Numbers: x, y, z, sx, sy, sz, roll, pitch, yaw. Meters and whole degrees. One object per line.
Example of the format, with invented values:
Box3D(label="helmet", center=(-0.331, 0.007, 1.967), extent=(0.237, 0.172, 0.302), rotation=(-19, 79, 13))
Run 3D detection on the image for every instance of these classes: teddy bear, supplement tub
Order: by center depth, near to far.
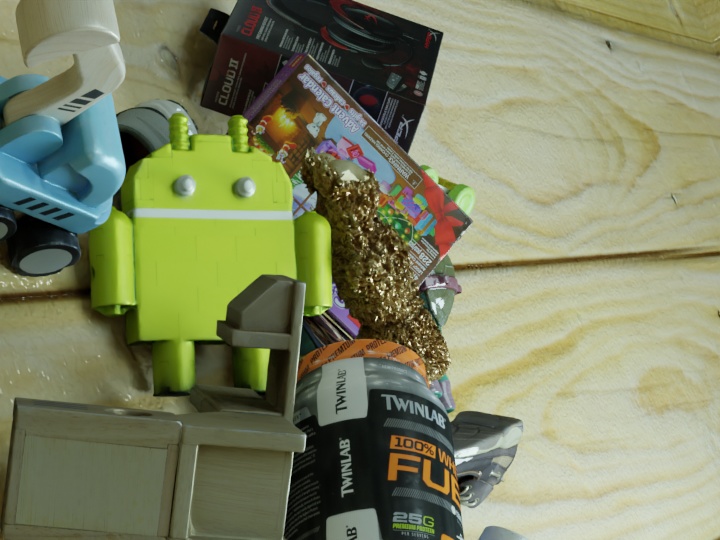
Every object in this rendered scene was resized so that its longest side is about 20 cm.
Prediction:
Box3D(label="supplement tub", center=(0.005, 0.154, 1.278), extent=(0.122, 0.122, 0.202), rotation=(36, 38, -46))
Box3D(label="teddy bear", center=(0.000, 0.000, 1.470), extent=(0.145, 0.066, 0.201), rotation=(40, -26, 57))

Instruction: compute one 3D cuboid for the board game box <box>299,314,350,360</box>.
Box3D(label="board game box", center=(-0.021, 0.081, 1.485), extent=(0.135, 0.035, 0.200), rotation=(45, 6, -38))

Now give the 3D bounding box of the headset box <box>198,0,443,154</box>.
Box3D(label="headset box", center=(-0.040, -0.174, 1.645), extent=(0.198, 0.075, 0.149), rotation=(19, 32, -1))

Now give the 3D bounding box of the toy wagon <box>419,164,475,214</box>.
Box3D(label="toy wagon", center=(0.028, -0.084, 1.730), extent=(0.154, 0.040, 0.199), rotation=(26, 3, 34))

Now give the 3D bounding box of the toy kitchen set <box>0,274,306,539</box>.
Box3D(label="toy kitchen set", center=(-0.133, 0.079, 1.239), extent=(0.200, 0.179, 0.165), rotation=(-163, -100, -77))

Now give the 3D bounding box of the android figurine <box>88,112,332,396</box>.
Box3D(label="android figurine", center=(-0.106, -0.012, 1.380), extent=(0.180, 0.041, 0.202), rotation=(2, 82, -23))

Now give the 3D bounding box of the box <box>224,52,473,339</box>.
Box3D(label="box", center=(-0.023, -0.056, 1.560), extent=(0.200, 0.137, 0.039), rotation=(43, -8, -19))

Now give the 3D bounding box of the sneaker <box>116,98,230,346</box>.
Box3D(label="sneaker", center=(-0.133, -0.030, 1.430), extent=(0.201, 0.074, 0.079), rotation=(61, 30, 6))

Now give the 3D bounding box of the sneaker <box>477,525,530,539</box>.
Box3D(label="sneaker", center=(0.090, 0.284, 1.557), extent=(0.201, 0.073, 0.119), rotation=(89, 27, -68))

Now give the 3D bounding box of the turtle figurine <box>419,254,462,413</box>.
Box3D(label="turtle figurine", center=(0.038, 0.023, 1.691), extent=(0.149, 0.100, 0.202), rotation=(21, 54, -57))

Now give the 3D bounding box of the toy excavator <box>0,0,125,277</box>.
Box3D(label="toy excavator", center=(-0.191, -0.098, 1.212), extent=(0.194, 0.199, 0.101), rotation=(25, 44, -55))

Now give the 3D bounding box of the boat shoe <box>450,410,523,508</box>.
Box3D(label="boat shoe", center=(0.089, 0.167, 1.659), extent=(0.200, 0.074, 0.074), rotation=(-4, 101, -64))
